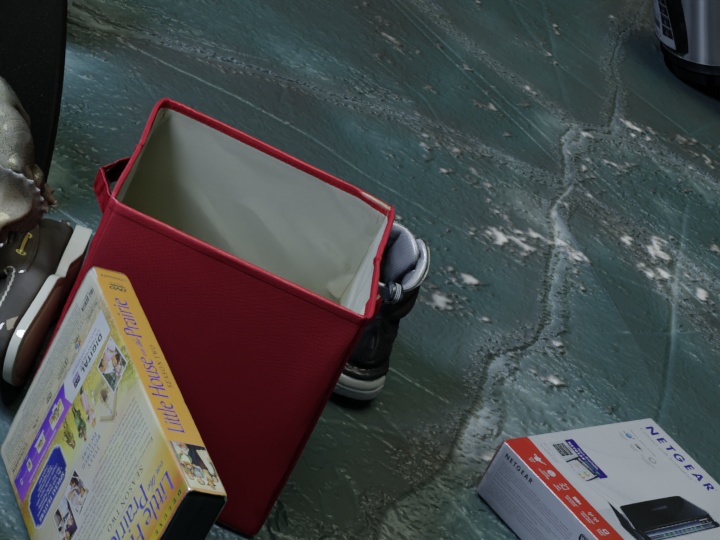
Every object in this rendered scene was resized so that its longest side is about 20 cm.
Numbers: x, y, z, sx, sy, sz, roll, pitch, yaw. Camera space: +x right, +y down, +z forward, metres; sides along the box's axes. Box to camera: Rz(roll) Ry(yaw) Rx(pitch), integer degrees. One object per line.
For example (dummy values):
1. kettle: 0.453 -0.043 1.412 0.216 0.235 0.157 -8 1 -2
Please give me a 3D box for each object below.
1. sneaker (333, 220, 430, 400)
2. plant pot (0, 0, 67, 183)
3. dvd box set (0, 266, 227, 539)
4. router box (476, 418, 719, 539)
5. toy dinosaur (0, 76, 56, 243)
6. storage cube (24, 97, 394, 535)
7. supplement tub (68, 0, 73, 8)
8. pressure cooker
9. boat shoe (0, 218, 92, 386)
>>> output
1. sneaker: 0.000 0.000 1.630 0.075 0.114 0.201 17 28 -20
2. plant pot: -0.321 -0.176 1.571 0.198 0.178 0.200 3 34 -41
3. dvd box set: -0.146 0.115 1.251 0.029 0.147 0.200 12 30 -32
4. router box: 0.208 0.193 1.556 0.179 0.049 0.200 -4 40 -47
5. toy dinosaur: -0.240 -0.088 1.432 0.076 0.102 0.202 -7 71 -12
6. storage cube: -0.099 0.027 1.415 0.199 0.181 0.171 24 26 -5
7. supplement tub: -0.318 -0.310 1.848 0.199 0.145 0.145 26 26 -4
8. pressure cooker: 0.426 -0.296 2.491 0.178 0.201 0.176 20 39 36
9. boat shoe: -0.227 0.016 1.442 0.060 0.072 0.201 21 20 -3
